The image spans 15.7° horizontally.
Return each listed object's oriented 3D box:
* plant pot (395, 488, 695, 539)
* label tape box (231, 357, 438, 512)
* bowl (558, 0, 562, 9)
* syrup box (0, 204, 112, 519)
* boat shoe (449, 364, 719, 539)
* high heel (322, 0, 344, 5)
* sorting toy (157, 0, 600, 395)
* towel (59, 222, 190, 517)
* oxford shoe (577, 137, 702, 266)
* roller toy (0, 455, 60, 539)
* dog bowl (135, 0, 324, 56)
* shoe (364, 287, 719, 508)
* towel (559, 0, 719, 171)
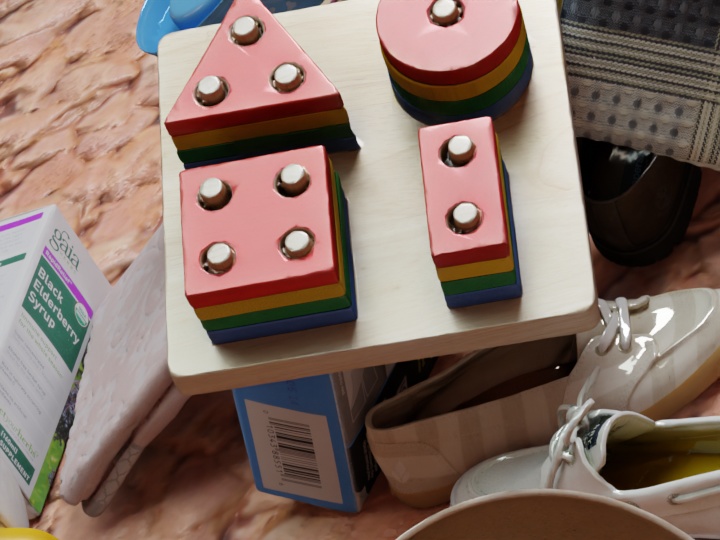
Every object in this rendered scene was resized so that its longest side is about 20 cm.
[{"bbox_3d":[0.057,0.198,1.006,0.200,0.200,0.134,-47,-1,-25],"label":"plant pot"},{"bbox_3d":[0.000,0.000,1.343,0.063,0.144,0.200,10,47,21],"label":"label tape box"},{"bbox_3d":[0.142,-0.171,1.492,0.200,0.200,0.108,-40,75,-14],"label":"bowl"},{"bbox_3d":[-0.213,0.057,1.523,0.081,0.079,0.200,-16,33,24],"label":"syrup box"},{"bbox_3d":[0.115,0.086,1.184,0.202,0.086,0.075,-1,42,40],"label":"boat shoe"},{"bbox_3d":[-0.038,-0.139,1.451,0.067,0.096,0.200,6,27,-3],"label":"high heel"},{"bbox_3d":[-0.001,-0.058,1.225,0.199,0.070,0.199,-10,58,8],"label":"sorting toy"},{"bbox_3d":[-0.097,0.016,1.444,0.191,0.032,0.200,-51,18,26],"label":"towel"},{"bbox_3d":[0.151,-0.110,1.363,0.072,0.084,0.201,0,69,23],"label":"oxford shoe"},{"bbox_3d":[-0.254,0.166,1.304,0.183,0.200,0.140,-54,23,22],"label":"roller toy"},{"bbox_3d":[-0.038,-0.183,1.419,0.200,0.050,0.112,-48,26,10],"label":"dog bowl"},{"bbox_3d":[0.095,0.054,1.280,0.200,0.053,0.070,-26,31,9],"label":"shoe"},{"bbox_3d":[0.203,-0.138,1.283,0.199,0.193,0.035,13,14,-1],"label":"towel"}]
